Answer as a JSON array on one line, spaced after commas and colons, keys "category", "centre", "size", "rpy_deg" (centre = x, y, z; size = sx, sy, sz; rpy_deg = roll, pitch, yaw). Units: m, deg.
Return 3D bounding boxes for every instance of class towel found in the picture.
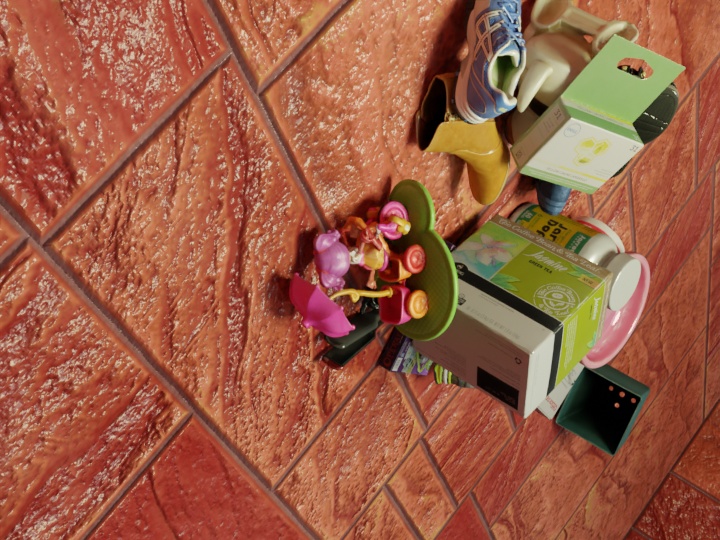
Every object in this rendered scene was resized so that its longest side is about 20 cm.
[{"category": "towel", "centre": [0.306, -0.189, 1.465], "size": [0.112, 0.048, 0.202], "rpy_deg": [-75, -178, -64]}]

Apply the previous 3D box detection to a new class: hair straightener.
[{"category": "hair straightener", "centre": [0.025, 0.053, 1.313], "size": [0.199, 0.041, 0.078], "rpy_deg": [-31, 139, -37]}]

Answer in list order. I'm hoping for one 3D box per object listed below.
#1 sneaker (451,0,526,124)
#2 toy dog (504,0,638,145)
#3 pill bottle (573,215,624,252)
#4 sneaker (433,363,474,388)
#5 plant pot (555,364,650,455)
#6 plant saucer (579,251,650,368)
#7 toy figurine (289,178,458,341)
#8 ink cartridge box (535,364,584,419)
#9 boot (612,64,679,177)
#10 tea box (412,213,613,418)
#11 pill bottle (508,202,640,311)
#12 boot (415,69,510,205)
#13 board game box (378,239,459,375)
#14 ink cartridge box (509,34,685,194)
[{"category": "sneaker", "centre": [0.166, -0.272, 1.168], "size": [0.075, 0.077, 0.202], "rpy_deg": [9, 87, -36]}, {"category": "toy dog", "centre": [0.264, -0.229, 1.318], "size": [0.201, 0.138, 0.195], "rpy_deg": [93, 23, -53]}, {"category": "pill bottle", "centre": [0.343, 0.013, 1.660], "size": [0.200, 0.110, 0.111], "rpy_deg": [-47, 146, -20]}, {"category": "sneaker", "centre": [0.191, 0.113, 1.543], "size": [0.200, 0.080, 0.074], "rpy_deg": [-52, 152, -34]}, {"category": "plant pot", "centre": [0.538, 0.281, 2.138], "size": [0.199, 0.141, 0.143], "rpy_deg": [-8, 123, -60]}, {"category": "plant saucer", "centre": [0.398, 0.059, 1.621], "size": [0.200, 0.051, 0.202], "rpy_deg": [-27, 130, -37]}, {"category": "toy figurine", "centre": [0.000, 0.000, 1.175], "size": [0.183, 0.149, 0.202], "rpy_deg": [-10, 102, -39]}, {"category": "ink cartridge box", "centre": [0.351, 0.154, 1.812], "size": [0.201, 0.084, 0.145], "rpy_deg": [-57, 148, -6]}, {"category": "boot", "centre": [0.383, -0.243, 1.408], "size": [0.204, 0.073, 0.155], "rpy_deg": [119, -12, -58]}, {"category": "tea box", "centre": [0.207, 0.057, 1.370], "size": [0.196, 0.199, 0.135], "rpy_deg": [-39, 144, -32]}, {"category": "pill bottle", "centre": [0.317, -0.017, 1.508], "size": [0.112, 0.199, 0.114], "rpy_deg": [-29, 134, -36]}, {"category": "boot", "centre": [0.125, -0.163, 1.262], "size": [0.143, 0.071, 0.203], "rpy_deg": [-22, 128, -38]}, {"category": "board game box", "centre": [0.106, 0.057, 1.443], "size": [0.120, 0.032, 0.201], "rpy_deg": [17, 102, -55]}, {"category": "ink cartridge box", "centre": [0.304, -0.189, 1.253], "size": [0.144, 0.048, 0.200], "rpy_deg": [11, 137, -35]}]
